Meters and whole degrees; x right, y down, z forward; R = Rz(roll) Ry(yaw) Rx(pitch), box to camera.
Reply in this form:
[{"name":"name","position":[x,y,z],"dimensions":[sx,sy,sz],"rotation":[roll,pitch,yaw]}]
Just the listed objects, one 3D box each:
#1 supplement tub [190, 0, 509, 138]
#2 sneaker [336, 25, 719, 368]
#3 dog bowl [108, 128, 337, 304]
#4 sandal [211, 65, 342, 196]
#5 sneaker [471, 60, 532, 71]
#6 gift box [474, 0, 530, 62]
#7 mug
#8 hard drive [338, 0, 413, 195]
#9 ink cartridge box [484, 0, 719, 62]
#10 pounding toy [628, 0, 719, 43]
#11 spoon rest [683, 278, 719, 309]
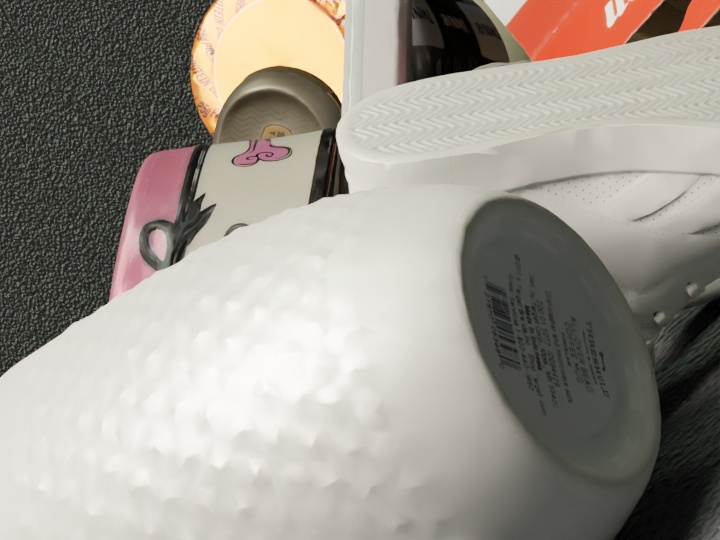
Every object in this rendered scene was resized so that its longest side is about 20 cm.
[{"name":"supplement tub","position":[-0.004,-0.096,1.226],"dimensions":[0.122,0.123,0.200],"rotation":[-42,-11,15]},{"name":"sneaker","position":[0.099,-0.009,0.771],"dimensions":[0.198,0.116,0.074],"rotation":[-6,30,7]},{"name":"dog bowl","position":[-0.056,0.042,0.925],"dimensions":[0.200,0.073,0.202],"rotation":[-173,90,-90]},{"name":"sandal","position":[-0.040,0.015,1.044],"dimensions":[0.055,0.081,0.202],"rotation":[-42,-40,-73]},{"name":"sneaker","position":[0.045,-0.011,0.954],"dimensions":[0.073,0.114,0.201],"rotation":[-36,11,39]},{"name":"gift box","position":[0.098,-0.191,1.467],"dimensions":[0.200,0.187,0.184],"rotation":[-45,6,-24]},{"name":"mug","position":[-0.008,0.076,0.686],"dimensions":[0.175,0.147,0.201],"rotation":[-31,43,33]},{"name":"hard drive","position":[0.007,-0.034,0.972],"dimensions":[0.132,0.026,0.201],"rotation":[87,-176,-52]},{"name":"ink cartridge box","position":[0.083,-0.153,0.863],"dimensions":[0.160,0.047,0.201],"rotation":[-49,32,41]},{"name":"pounding toy","position":[0.163,-0.172,0.999],"dimensions":[0.184,0.199,0.143],"rotation":[-35,45,52]},{"name":"spoon rest","position":[0.148,-0.043,0.841],"dimensions":[0.199,0.061,0.099],"rotation":[-31,6,-8]}]
